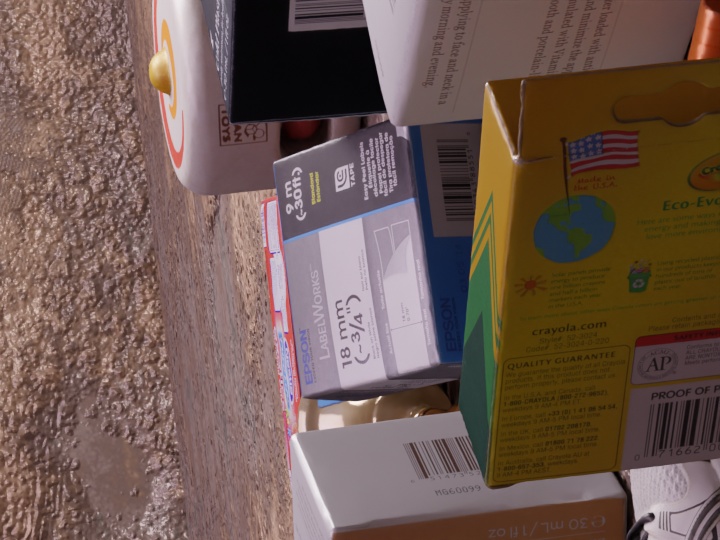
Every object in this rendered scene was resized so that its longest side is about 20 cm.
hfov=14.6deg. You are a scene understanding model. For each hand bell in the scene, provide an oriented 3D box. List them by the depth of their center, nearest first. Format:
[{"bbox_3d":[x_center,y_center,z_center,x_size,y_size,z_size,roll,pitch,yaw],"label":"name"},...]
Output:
[{"bbox_3d":[0.046,0.091,1.679,0.200,0.104,0.104,172,91,-67],"label":"hand bell"}]

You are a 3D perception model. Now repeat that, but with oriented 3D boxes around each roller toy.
[{"bbox_3d":[-0.082,-0.149,2.017,0.200,0.140,0.183,122,140,-74],"label":"roller toy"}]

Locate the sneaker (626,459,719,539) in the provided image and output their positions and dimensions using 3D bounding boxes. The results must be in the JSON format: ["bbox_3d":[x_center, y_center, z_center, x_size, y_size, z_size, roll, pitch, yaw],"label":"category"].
[{"bbox_3d":[0.127,0.150,1.175,0.076,0.088,0.200,101,162,-65],"label":"sneaker"}]

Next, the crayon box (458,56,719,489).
[{"bbox_3d":[0.108,-0.011,1.066,0.051,0.127,0.200,-107,16,-47],"label":"crayon box"}]

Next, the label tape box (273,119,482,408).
[{"bbox_3d":[0.000,0.000,1.639,0.200,0.063,0.144,-17,78,52],"label":"label tape box"}]

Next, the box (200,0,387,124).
[{"bbox_3d":[-0.031,-0.224,1.615,0.200,0.124,0.197,95,167,-45],"label":"box"}]

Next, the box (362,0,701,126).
[{"bbox_3d":[0.067,-0.196,1.162,0.199,0.131,0.200,102,160,-61],"label":"box"}]

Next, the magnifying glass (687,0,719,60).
[{"bbox_3d":[0.127,-0.022,1.158,0.080,0.022,0.200,-77,-1,-59],"label":"magnifying glass"}]

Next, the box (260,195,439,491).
[{"bbox_3d":[-0.005,0.045,1.829,0.100,0.095,0.200,171,92,-82],"label":"box"}]

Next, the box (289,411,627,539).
[{"bbox_3d":[0.050,0.184,1.445,0.106,0.152,0.200,-118,23,-62],"label":"box"}]
